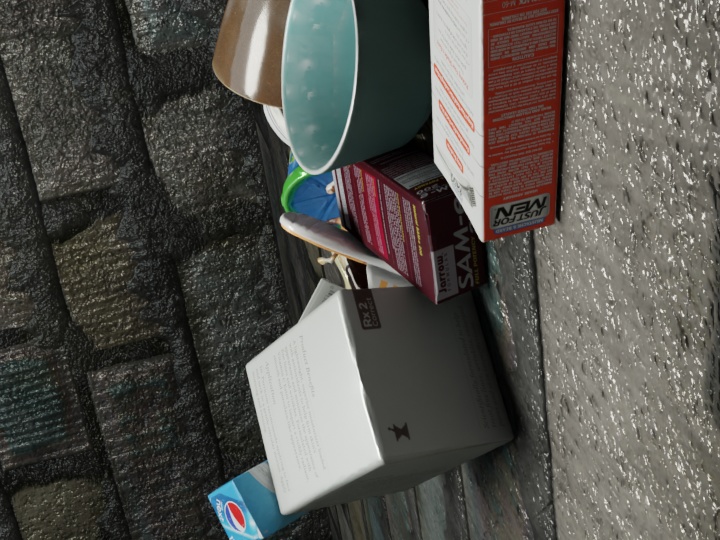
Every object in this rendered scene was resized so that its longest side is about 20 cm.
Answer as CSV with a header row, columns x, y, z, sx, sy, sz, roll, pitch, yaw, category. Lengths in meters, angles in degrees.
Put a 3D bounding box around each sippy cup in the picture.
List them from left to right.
x,y,z,sx,sy,sz,roll,pitch,yaw,category
-0.036,-0.140,1.442,0.140,0.176,0.131,44,-148,-48,sippy cup

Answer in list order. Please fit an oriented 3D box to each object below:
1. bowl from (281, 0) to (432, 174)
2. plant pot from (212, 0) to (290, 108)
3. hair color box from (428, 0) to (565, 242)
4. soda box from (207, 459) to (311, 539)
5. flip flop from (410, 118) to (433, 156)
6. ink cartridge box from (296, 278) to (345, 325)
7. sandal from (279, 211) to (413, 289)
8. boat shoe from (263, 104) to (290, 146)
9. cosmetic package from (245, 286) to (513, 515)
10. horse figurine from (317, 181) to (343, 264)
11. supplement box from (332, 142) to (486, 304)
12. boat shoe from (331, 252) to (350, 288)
x,y,z,sx,sy,sz,roll,pitch,yaw,category
0.005,-0.188,1.041,0.200,0.104,0.203,-179,90,-68,bowl
-0.071,-0.319,1.293,0.188,0.185,0.202,-112,26,-48,plant pot
0.093,-0.136,0.781,0.111,0.063,0.202,-114,15,-49,hair color box
-0.059,0.218,1.191,0.064,0.199,0.068,-38,79,48,soda box
0.036,-0.166,1.165,0.200,0.057,0.082,43,149,48,flip flop
-0.063,0.115,1.371,0.163,0.050,0.200,-62,-10,-16,ink cartridge box
-0.003,-0.003,1.180,0.060,0.205,0.079,-63,26,13,sandal
-0.031,-0.154,1.309,0.200,0.071,0.070,42,167,5,boat shoe
0.014,0.128,1.114,0.200,0.164,0.167,-37,63,49,cosmetic package
0.009,-0.018,1.388,0.201,0.050,0.132,56,134,7,horse figurine
0.041,-0.062,1.085,0.200,0.060,0.110,42,148,53,supplement box
0.008,-0.006,1.560,0.065,0.072,0.202,-17,79,46,boat shoe
